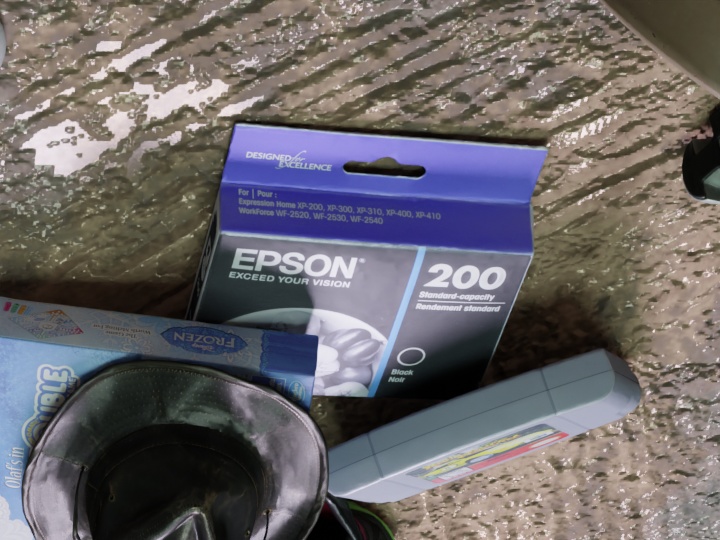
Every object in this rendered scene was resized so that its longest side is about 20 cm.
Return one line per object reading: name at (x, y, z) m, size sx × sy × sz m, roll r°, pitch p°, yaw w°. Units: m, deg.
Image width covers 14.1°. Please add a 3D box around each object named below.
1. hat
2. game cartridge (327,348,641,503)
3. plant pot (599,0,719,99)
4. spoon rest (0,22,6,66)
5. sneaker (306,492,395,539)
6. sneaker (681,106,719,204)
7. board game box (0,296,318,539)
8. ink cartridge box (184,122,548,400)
hat at (-0.114, 0.151, 1.748) m, size 0.200 × 0.081 × 0.201 m, roll 1°, pitch 127°, yaw 1°
game cartridge at (0.076, 0.102, 1.861) m, size 0.199 × 0.041 × 0.133 m, roll -21°, pitch 165°, yaw 11°
plant pot at (0.240, -0.179, 1.538) m, size 0.200 × 0.200 × 0.175 m, roll 24°, pitch 111°, yaw -33°
spoon rest at (-0.277, -0.130, 1.567) m, size 0.099 × 0.061 × 0.200 m, roll -38°, pitch 145°, yaw 29°
sneaker at (-0.028, 0.182, 1.934) m, size 0.077 × 0.084 × 0.200 m, roll -22°, pitch 137°, yaw 13°
sneaker at (0.286, -0.096, 1.710) m, size 0.088 × 0.074 × 0.200 m, roll 21°, pitch 139°, yaw -31°
board game box at (-0.137, 0.116, 1.800) m, size 0.198 × 0.043 × 0.201 m, roll 7°, pitch 128°, yaw -3°
ink cartridge box at (0.000, 0.000, 1.771) m, size 0.197 × 0.043 × 0.200 m, roll 3°, pitch 136°, yaw -14°
